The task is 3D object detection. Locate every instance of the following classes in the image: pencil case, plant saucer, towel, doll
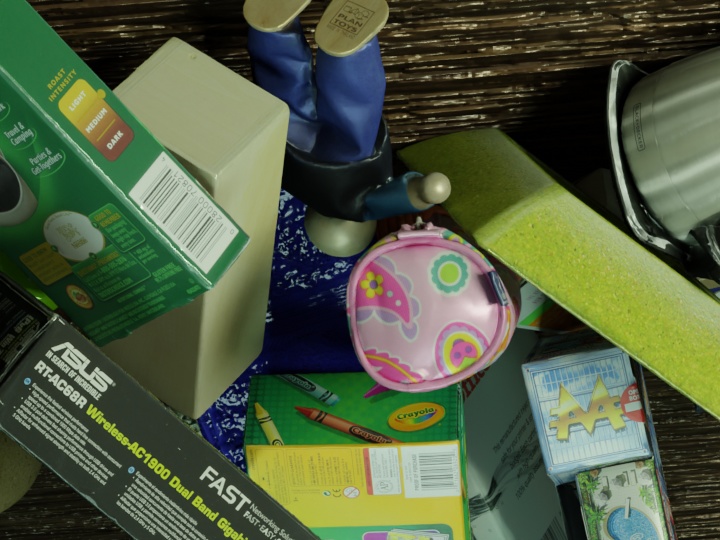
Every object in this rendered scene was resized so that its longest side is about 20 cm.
[{"bbox_3d":[0.039,0.014,1.390,0.087,0.088,0.200,-6,-179,6],"label":"pencil case"},{"bbox_3d":[0.127,-0.004,1.435,0.199,0.200,0.048,36,96,-18],"label":"plant saucer"},{"bbox_3d":[-0.046,0.037,1.522,0.147,0.050,0.201,-13,111,21],"label":"towel"},{"bbox_3d":[-0.014,-0.068,1.382,0.136,0.049,0.201,21,150,15],"label":"doll"}]

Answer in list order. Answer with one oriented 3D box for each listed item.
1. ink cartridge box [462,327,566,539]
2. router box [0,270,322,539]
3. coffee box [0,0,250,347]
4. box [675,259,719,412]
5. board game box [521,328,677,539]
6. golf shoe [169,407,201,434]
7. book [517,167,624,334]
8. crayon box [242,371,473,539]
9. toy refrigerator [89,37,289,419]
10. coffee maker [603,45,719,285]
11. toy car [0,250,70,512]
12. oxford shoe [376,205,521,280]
[{"bbox_3d":[0.077,0.127,1.644,0.083,0.147,0.201,-18,107,31],"label":"ink cartridge box"},{"bbox_3d":[-0.126,0.086,1.369,0.200,0.062,0.150,43,173,-26],"label":"router box"},{"bbox_3d":[-0.158,-0.058,1.316,0.200,0.044,0.123,46,146,-13],"label":"coffee box"},{"bbox_3d":[0.252,0.032,1.619,0.120,0.033,0.200,-14,150,5],"label":"box"},{"bbox_3d":[0.137,0.113,1.507,0.061,0.202,0.200,-12,167,7],"label":"board game box"},{"bbox_3d":[-0.077,0.082,1.743,0.097,0.079,0.200,-17,162,-10],"label":"golf shoe"},{"bbox_3d":[0.187,-0.002,1.610,0.199,0.048,0.133,12,148,-31],"label":"book"},{"bbox_3d":[0.003,0.147,1.518,0.118,0.058,0.201,-2,131,5],"label":"crayon box"},{"bbox_3d":[-0.089,-0.020,1.401,0.076,0.070,0.201,31,143,18],"label":"toy refrigerator"},{"bbox_3d":[0.254,-0.082,1.385,0.199,0.136,0.192,-23,173,37],"label":"coffee maker"},{"bbox_3d":[-0.245,0.088,1.559,0.157,0.201,0.164,6,153,-19],"label":"toy car"},{"bbox_3d":[0.000,0.000,1.582,0.198,0.072,0.073,-4,175,11],"label":"oxford shoe"}]
